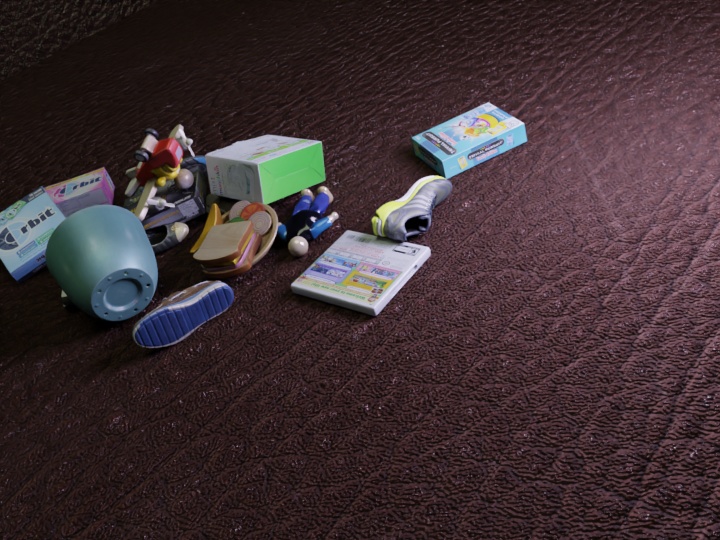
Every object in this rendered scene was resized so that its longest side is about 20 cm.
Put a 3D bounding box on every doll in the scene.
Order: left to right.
[{"bbox_3d":[-0.106,-0.100,1.650,0.135,0.049,0.201,-7,36,19],"label":"doll"}]

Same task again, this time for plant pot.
[{"bbox_3d":[-0.485,0.002,1.567,0.199,0.202,0.161,-29,49,-15],"label":"plant pot"}]

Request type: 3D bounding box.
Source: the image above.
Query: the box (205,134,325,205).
[{"bbox_3d":[-0.209,-0.229,1.790,0.175,0.098,0.199,13,29,37],"label":"box"}]

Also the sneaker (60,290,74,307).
[{"bbox_3d":[-0.597,0.000,1.715,0.073,0.081,0.201,-13,36,5],"label":"sneaker"}]

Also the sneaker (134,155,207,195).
[{"bbox_3d":[-0.461,-0.230,1.974,0.199,0.074,0.082,-29,35,-15],"label":"sneaker"}]

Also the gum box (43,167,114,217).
[{"bbox_3d":[-0.721,-0.174,2.023,0.198,0.067,0.114,-20,35,-1],"label":"gum box"}]

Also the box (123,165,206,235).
[{"bbox_3d":[-0.449,-0.147,1.852,0.198,0.049,0.159,-23,34,7],"label":"box"}]

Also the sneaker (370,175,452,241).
[{"bbox_3d":[0.113,-0.111,1.551,0.081,0.074,0.200,31,55,34],"label":"sneaker"}]

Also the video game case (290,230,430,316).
[{"bbox_3d":[0.000,0.000,1.485,0.199,0.022,0.182,14,45,37],"label":"video game case"}]

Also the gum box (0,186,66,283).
[{"bbox_3d":[-0.764,-0.087,1.881,0.169,0.045,0.200,-37,53,-14],"label":"gum box"}]

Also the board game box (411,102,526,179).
[{"bbox_3d":[0.232,-0.282,1.746,0.199,0.047,0.151,-26,35,-11],"label":"board game box"}]

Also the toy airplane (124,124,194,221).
[{"bbox_3d":[-0.440,-0.216,1.797,0.201,0.140,0.199,-61,18,14],"label":"toy airplane"}]

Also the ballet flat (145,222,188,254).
[{"bbox_3d":[-0.471,-0.068,1.756,0.198,0.057,0.067,-14,48,-5],"label":"ballet flat"}]

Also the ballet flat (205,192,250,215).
[{"bbox_3d":[-0.289,-0.136,1.797,0.199,0.046,0.068,17,69,48],"label":"ballet flat"}]

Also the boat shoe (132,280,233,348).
[{"bbox_3d":[-0.333,0.079,1.497,0.199,0.073,0.072,-25,29,-27],"label":"boat shoe"}]

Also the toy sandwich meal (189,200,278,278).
[{"bbox_3d":[-0.258,-0.071,1.629,0.203,0.070,0.206,-16,47,18],"label":"toy sandwich meal"}]
